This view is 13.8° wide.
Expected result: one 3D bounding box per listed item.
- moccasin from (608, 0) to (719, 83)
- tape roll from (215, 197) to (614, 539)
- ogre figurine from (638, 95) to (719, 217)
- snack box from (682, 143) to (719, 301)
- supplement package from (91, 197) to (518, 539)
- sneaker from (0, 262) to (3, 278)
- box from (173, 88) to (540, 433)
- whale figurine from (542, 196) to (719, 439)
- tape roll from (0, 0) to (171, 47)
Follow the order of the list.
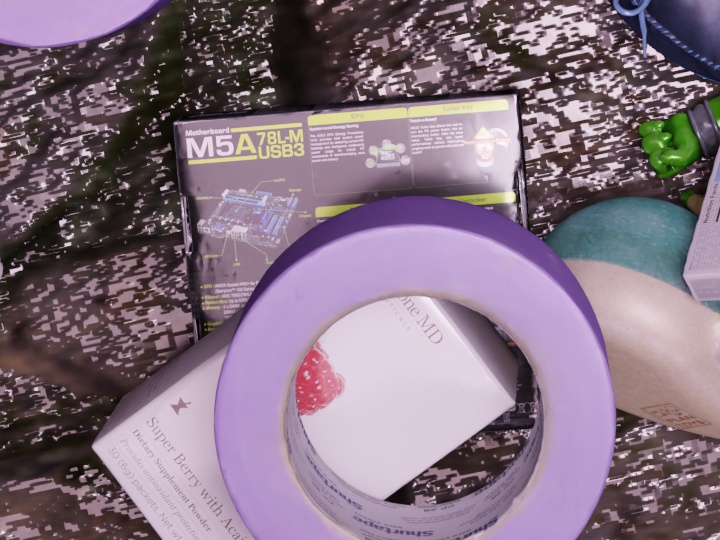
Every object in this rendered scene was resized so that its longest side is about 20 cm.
[{"bbox_3d":[0.150,-0.174,1.626,0.200,0.068,0.081,42,92,18],"label":"moccasin"},{"bbox_3d":[0.028,0.068,1.513,0.199,0.085,0.201,0,101,2],"label":"tape roll"},{"bbox_3d":[0.258,-0.036,1.646,0.120,0.098,0.200,-41,49,3],"label":"ogre figurine"},{"bbox_3d":[0.229,-0.067,1.598,0.072,0.201,0.024,-4,137,30],"label":"snack box"},{"bbox_3d":[-0.027,0.071,1.628,0.200,0.120,0.121,-37,95,9],"label":"supplement package"},{"bbox_3d":[-0.291,-0.055,1.697,0.199,0.076,0.106,16,97,3],"label":"sneaker"},{"bbox_3d":[0.000,0.000,1.699,0.199,0.048,0.194,-5,95,5],"label":"box"},{"bbox_3d":[0.183,0.032,1.655,0.199,0.159,0.104,30,67,-22],"label":"whale figurine"},{"bbox_3d":[-0.173,-0.226,1.663,0.199,0.085,0.201,1,98,4],"label":"tape roll"}]
